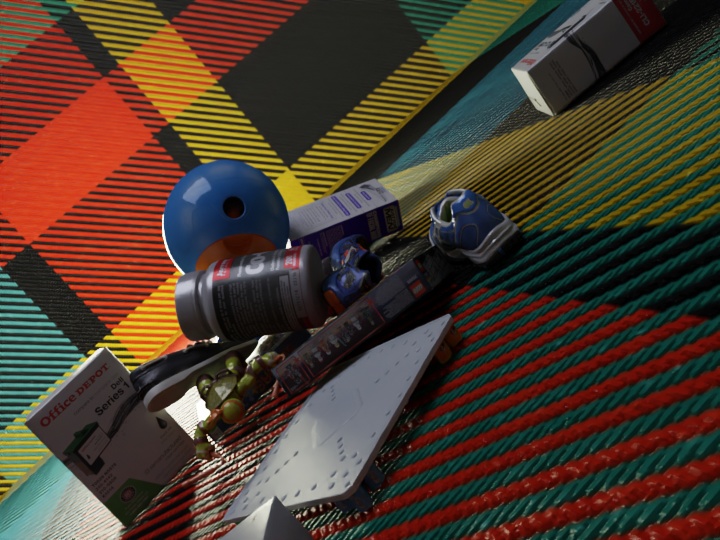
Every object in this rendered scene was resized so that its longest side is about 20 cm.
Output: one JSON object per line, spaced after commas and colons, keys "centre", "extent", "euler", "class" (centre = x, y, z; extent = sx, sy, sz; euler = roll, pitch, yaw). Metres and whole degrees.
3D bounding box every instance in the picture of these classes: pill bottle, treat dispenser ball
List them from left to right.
{"centre": [-0.209, -0.070, 1.101], "extent": [0.200, 0.202, 0.201], "euler": [-39, 11, 9], "class": "treat dispenser ball"}
{"centre": [-0.151, 0.036, 0.984], "extent": [0.195, 0.116, 0.114], "euler": [-9, 17, 9], "class": "pill bottle"}

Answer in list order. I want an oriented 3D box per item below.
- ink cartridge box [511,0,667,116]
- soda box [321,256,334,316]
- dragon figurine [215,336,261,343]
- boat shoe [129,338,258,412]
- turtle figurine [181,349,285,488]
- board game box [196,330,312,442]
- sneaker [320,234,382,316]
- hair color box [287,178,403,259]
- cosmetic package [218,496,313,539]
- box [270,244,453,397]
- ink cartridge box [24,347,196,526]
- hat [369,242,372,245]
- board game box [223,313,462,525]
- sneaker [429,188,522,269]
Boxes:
{"centre": [0.339, -0.339, 1.072], "extent": [0.199, 0.084, 0.145], "euler": [-40, 12, 13], "class": "ink cartridge box"}
{"centre": [-0.095, 0.046, 1.152], "extent": [0.064, 0.070, 0.199], "euler": [-51, 14, -33], "class": "soda box"}
{"centre": [-0.188, 0.085, 1.132], "extent": [0.200, 0.059, 0.099], "euler": [-48, 26, -11], "class": "dragon figurine"}
{"centre": [-0.235, 0.132, 1.008], "extent": [0.198, 0.060, 0.075], "euler": [-27, -26, -39], "class": "boat shoe"}
{"centre": [-0.179, 0.167, 0.904], "extent": [0.202, 0.064, 0.161], "euler": [-54, 20, -3], "class": "turtle figurine"}
{"centre": [-0.160, 0.155, 1.050], "extent": [0.200, 0.035, 0.135], "euler": [-44, 12, -10], "class": "board game box"}
{"centre": [0.000, 0.000, 1.033], "extent": [0.077, 0.076, 0.201], "euler": [-28, 23, 18], "class": "sneaker"}
{"centre": [-0.037, -0.081, 1.203], "extent": [0.196, 0.066, 0.110], "euler": [-23, 32, -11], "class": "hair color box"}
{"centre": [-0.123, 0.263, 0.464], "extent": [0.199, 0.052, 0.151], "euler": [-40, 13, 11], "class": "cosmetic package"}
{"centre": [0.006, 0.052, 0.773], "extent": [0.199, 0.040, 0.137], "euler": [-39, -3, 17], "class": "box"}
{"centre": [-0.349, 0.230, 0.990], "extent": [0.146, 0.201, 0.084], "euler": [-46, 11, -22], "class": "ink cartridge box"}
{"centre": [-0.065, 0.018, 1.303], "extent": [0.195, 0.180, 0.166], "euler": [6, 30, 20], "class": "hat"}
{"centre": [-0.014, 0.139, 0.626], "extent": [0.199, 0.026, 0.201], "euler": [-32, 16, 46], "class": "board game box"}
{"centre": [0.115, -0.057, 0.792], "extent": [0.076, 0.077, 0.200], "euler": [-44, 9, -7], "class": "sneaker"}
